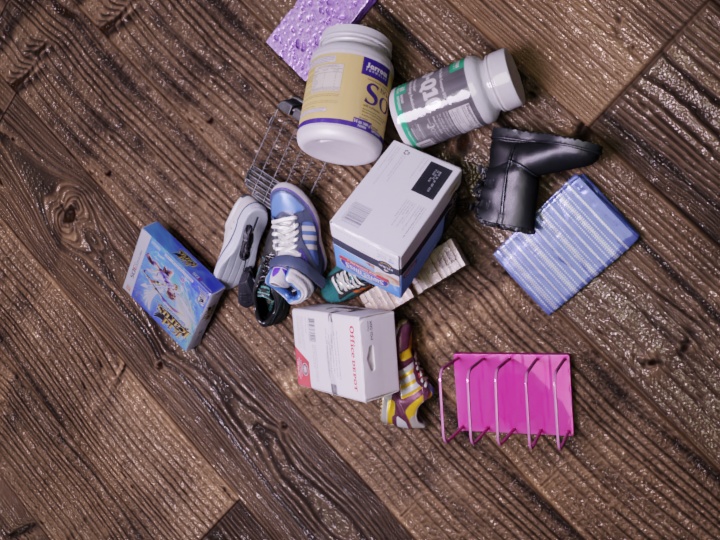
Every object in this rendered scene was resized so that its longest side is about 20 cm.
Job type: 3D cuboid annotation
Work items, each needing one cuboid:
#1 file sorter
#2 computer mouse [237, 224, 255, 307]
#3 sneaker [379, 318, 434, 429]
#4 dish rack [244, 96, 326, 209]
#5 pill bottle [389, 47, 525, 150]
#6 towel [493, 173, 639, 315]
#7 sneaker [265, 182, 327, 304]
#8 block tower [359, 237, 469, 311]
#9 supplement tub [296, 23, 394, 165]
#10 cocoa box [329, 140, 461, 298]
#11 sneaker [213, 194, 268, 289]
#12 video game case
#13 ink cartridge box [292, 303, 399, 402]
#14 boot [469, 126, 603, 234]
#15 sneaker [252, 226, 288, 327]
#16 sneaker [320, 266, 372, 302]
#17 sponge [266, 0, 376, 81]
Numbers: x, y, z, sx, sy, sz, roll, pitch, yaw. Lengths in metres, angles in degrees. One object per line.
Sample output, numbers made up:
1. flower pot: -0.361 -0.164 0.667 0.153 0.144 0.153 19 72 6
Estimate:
1. file sorter: 0.241 0.217 1.278 0.200 0.125 0.139 -2 96 24
2. computer mouse: -0.206 -0.004 1.445 0.034 0.059 0.200 14 135 4
3. sneaker: 0.091 0.185 1.374 0.090 0.075 0.200 9 107 14
4. dish rack: -0.122 -0.202 1.421 0.153 0.055 0.200 35 111 17
5. pill bottle: 0.158 -0.279 1.255 0.200 0.113 0.113 -18 90 24
6. towel: 0.334 -0.042 1.264 0.145 0.024 0.200 49 114 9
7. sneaker: -0.126 -0.039 1.359 0.080 0.147 0.200 -6 119 25
8. block tower: 0.098 0.015 1.352 0.200 0.058 0.054 -33 84 25
9. supplement tub: -0.022 -0.292 1.292 0.145 0.145 0.200 5 79 23
10. cocoa box: 0.060 -0.084 1.263 0.133 0.131 0.200 27 64 18
11. sneaker: -0.235 -0.055 1.488 0.200 0.073 0.071 -60 42 24
12. video game case: -0.376 0.034 1.535 0.200 0.045 0.181 42 131 13
13. ink cartridge box: -0.028 0.140 1.365 0.200 0.083 0.147 4 100 51
14. boot: 0.276 -0.138 1.237 0.198 0.073 0.163 14 97 31
15. sneaker: -0.159 0.012 1.446 0.075 0.079 0.200 9 101 12
16. sneaker: 0.000 0.000 1.377 0.200 0.080 0.071 -32 85 23
17. sponge: -0.069 -0.449 1.376 0.112 0.030 0.200 47 112 11
